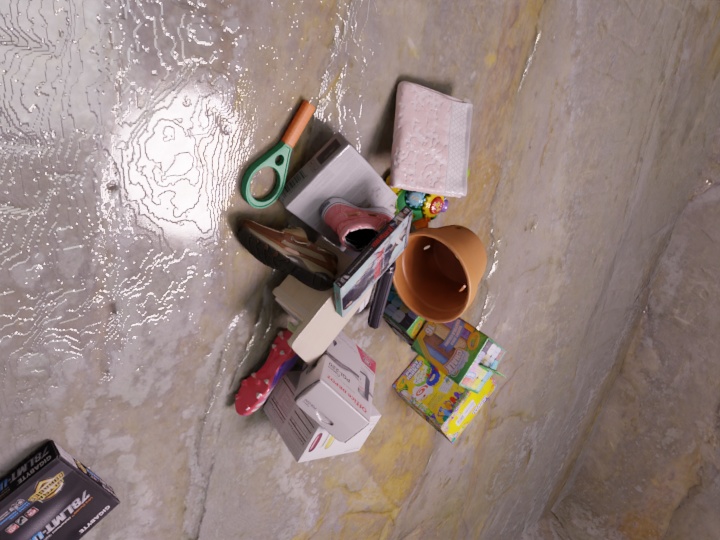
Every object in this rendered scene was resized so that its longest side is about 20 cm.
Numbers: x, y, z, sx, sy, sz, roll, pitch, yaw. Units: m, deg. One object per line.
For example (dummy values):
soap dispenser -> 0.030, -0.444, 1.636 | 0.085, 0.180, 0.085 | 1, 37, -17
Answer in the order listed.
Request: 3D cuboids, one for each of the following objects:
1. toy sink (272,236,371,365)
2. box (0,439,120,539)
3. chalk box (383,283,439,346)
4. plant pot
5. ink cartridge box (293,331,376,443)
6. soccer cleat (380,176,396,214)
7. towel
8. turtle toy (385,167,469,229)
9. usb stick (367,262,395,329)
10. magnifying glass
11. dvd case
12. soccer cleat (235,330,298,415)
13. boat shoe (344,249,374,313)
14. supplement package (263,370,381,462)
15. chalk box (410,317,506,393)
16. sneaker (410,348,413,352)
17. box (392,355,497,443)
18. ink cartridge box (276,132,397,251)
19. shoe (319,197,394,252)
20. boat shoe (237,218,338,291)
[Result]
toy sink -> -0.090, 0.060, 1.194 | 0.201, 0.111, 0.131 | -51, 152, -10
box -> -0.543, 0.412, 1.026 | 0.199, 0.049, 0.201 | -40, 137, -19
chalk box -> 0.125, 0.091, 1.444 | 0.124, 0.124, 0.201 | -48, 142, -9
plant pot -> 0.182, -0.009, 1.307 | 0.139, 0.198, 0.204 | -31, 136, -43
ink cartridge box -> -0.047, 0.228, 1.257 | 0.145, 0.201, 0.085 | 43, 115, -16
soccer cleat -> 0.047, -0.107, 1.259 | 0.085, 0.070, 0.201 | -28, 136, -1
towel -> 0.144, -0.256, 1.218 | 0.188, 0.032, 0.205 | 5, 90, -31
turtle toy -> 0.147, -0.171, 1.305 | 0.200, 0.101, 0.147 | -42, 139, -17
usb stick -> 0.046, 0.049, 1.336 | 0.056, 0.032, 0.202 | -78, 180, -45
magnifying glass -> -0.139, -0.200, 1.052 | 0.079, 0.022, 0.202 | 27, 96, -51
dvd case -> 0.024, -0.014, 1.125 | 0.200, 0.022, 0.147 | -48, 164, -19
soccer cleat -> -0.183, 0.216, 1.258 | 0.202, 0.066, 0.076 | -57, 146, -3
boat shoe -> 0.000, 0.000, 1.302 | 0.065, 0.073, 0.203 | -35, 148, -34
supplement package -> -0.083, 0.314, 1.342 | 0.198, 0.156, 0.112 | 7, 121, -48
chalk box -> 0.237, 0.190, 1.373 | 0.125, 0.199, 0.124 | -55, 141, 1
sneaker -> 0.194, 0.180, 1.540 | 0.128, 0.199, 0.081 | -31, 117, -11
box -> 0.229, 0.315, 1.653 | 0.200, 0.192, 0.122 | -47, 140, -9
ink cartridge box -> -0.039, -0.142, 1.145 | 0.162, 0.057, 0.199 | -43, 147, 8
shoe -> 0.016, -0.072, 1.147 | 0.198, 0.092, 0.072 | 12, 123, -45
boat shoe -> -0.126, -0.039, 1.097 | 0.198, 0.075, 0.075 | 32, 60, -20
